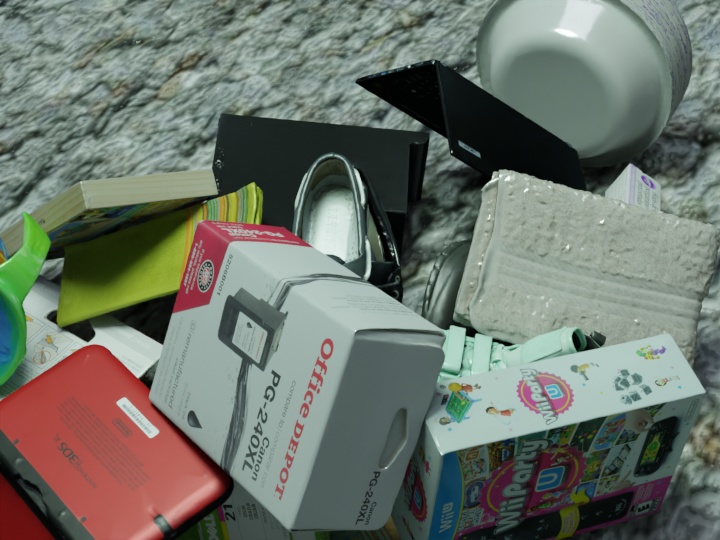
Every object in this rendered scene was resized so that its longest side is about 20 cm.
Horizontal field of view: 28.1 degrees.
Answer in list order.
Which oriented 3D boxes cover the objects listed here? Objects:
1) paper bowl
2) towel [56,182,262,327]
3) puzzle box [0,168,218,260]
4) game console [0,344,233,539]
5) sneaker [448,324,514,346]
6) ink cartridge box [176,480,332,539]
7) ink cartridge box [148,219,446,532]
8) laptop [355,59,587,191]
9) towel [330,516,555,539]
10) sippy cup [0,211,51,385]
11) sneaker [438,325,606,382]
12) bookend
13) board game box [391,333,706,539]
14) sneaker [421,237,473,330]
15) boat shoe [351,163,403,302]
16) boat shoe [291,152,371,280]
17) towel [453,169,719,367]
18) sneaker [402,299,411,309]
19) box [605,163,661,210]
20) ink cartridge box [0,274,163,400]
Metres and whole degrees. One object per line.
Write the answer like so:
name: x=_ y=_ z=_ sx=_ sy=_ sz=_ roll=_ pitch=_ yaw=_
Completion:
paper bowl: x=0.201 y=-0.187 z=1.349 sx=0.199 sy=0.202 sz=0.105 roll=15 pitch=45 yaw=25
towel: x=-0.174 y=-0.013 z=1.233 sx=0.198 sy=0.018 sz=0.087 roll=-17 pitch=49 yaw=20
puzzle box: x=-0.232 y=-0.045 z=1.276 sx=0.132 sy=0.026 sz=0.199 roll=-11 pitch=-7 yaw=-39
game console: x=-0.200 y=0.181 z=1.063 sx=0.172 sy=0.119 sz=0.200 roll=-34 pitch=48 yaw=-22
sneaker: x=0.124 y=0.059 z=1.195 sx=0.198 sy=0.071 sz=0.078 roll=-7 pitch=38 yaw=-9
ink cartridge box: x=-0.116 y=0.139 z=1.116 sx=0.198 sy=0.076 sz=0.148 roll=-3 pitch=33 yaw=9
ink cartridge box: x=-0.049 y=0.069 z=0.988 sx=0.083 sy=0.146 sz=0.200 roll=7 pitch=17 yaw=-40
laptop: x=0.101 y=-0.103 z=1.289 sx=0.199 sy=0.176 sz=0.104 roll=-2 pitch=64 yaw=56
towel: x=0.038 y=0.209 z=1.074 sx=0.198 sy=0.022 sz=0.147 roll=-19 pitch=42 yaw=-13
sippy cup: x=-0.347 y=0.020 z=1.208 sx=0.176 sy=0.141 sz=0.131 roll=-3 pitch=30 yaw=-10
sneaker: x=0.101 y=0.060 z=1.077 sx=0.199 sy=0.118 sz=0.074 roll=28 pitch=40 yaw=-15
bookend: x=-0.041 y=-0.032 z=1.302 sx=0.198 sy=0.092 sz=0.200 roll=4 pitch=53 yaw=-1
board game box: x=0.128 y=0.131 z=1.020 sx=0.198 sy=0.148 sz=0.065 roll=-11 pitch=47 yaw=-16
sneaker: x=0.121 y=0.006 z=1.250 sx=0.090 sy=0.076 sz=0.200 roll=24 pitch=53 yaw=24
boat shoe: x=0.002 y=0.000 z=1.187 sx=0.074 sy=0.066 sz=0.201 roll=8 pitch=57 yaw=-21
boat shoe: x=-0.027 y=0.002 z=1.117 sx=0.075 sy=0.060 sz=0.202 roll=-6 pitch=59 yaw=5
towel: x=0.180 y=0.005 z=1.134 sx=0.198 sy=0.134 sz=0.034 roll=13 pitch=0 yaw=-4
sneaker: x=-0.047 y=0.054 z=1.224 sx=0.198 sy=0.081 sz=0.077 roll=4 pitch=55 yaw=-17
box: x=0.234 y=-0.026 z=1.247 sx=0.039 sy=0.042 sz=0.200 roll=34 pitch=31 yaw=-8
ink cartridge box: x=-0.287 y=0.097 z=1.234 sx=0.199 sy=0.045 sz=0.176 roll=26 pitch=52 yaw=32
